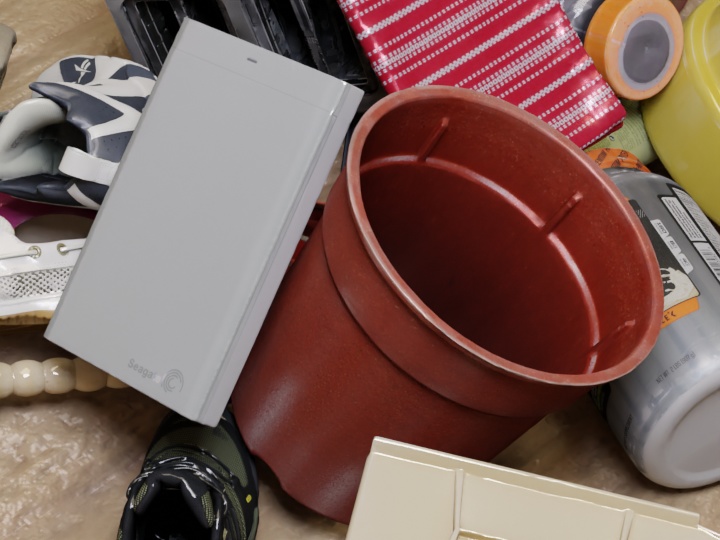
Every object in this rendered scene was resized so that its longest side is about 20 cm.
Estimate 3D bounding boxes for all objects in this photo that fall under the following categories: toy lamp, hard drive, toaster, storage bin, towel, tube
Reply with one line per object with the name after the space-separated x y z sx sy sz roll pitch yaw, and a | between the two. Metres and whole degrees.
-0.173 0.060 1.391 0.200 0.058 0.058 -5 46 -19 | toy lamp
-0.089 -0.029 1.319 0.132 0.200 0.026 25 1 38 | hard drive
-0.058 -0.190 1.543 0.181 0.200 0.119 -2 52 16 | toaster
0.073 0.203 1.198 0.198 0.200 0.094 14 41 1 | storage bin
0.068 -0.147 1.454 0.145 0.022 0.200 -31 94 -28 | towel
0.182 -0.095 1.616 0.200 0.052 0.058 -33 103 -43 | tube

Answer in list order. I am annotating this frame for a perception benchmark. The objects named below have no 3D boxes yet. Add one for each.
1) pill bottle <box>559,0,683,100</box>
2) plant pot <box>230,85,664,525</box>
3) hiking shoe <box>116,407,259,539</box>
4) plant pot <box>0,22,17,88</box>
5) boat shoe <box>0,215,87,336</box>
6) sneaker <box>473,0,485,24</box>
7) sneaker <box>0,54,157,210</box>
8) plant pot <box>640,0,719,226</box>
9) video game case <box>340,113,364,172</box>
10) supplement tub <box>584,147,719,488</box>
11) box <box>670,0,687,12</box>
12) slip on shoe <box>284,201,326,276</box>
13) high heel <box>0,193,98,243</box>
0.125 -0.169 1.606 0.106 0.106 0.200 -24 29 -32 | pill bottle
0.033 0.034 1.338 0.201 0.195 0.201 21 44 -22 | plant pot
-0.092 0.134 1.300 0.076 0.101 0.200 11 44 -3 | hiking shoe
-0.318 -0.117 1.458 0.183 0.201 0.201 19 43 -8 | plant pot
-0.217 0.002 1.394 0.200 0.071 0.069 -3 81 -21 | boat shoe
0.052 -0.114 1.482 0.081 0.200 0.146 4 24 17 | sneaker
-0.182 -0.089 1.436 0.130 0.080 0.199 13 22 -39 | sneaker
0.317 -0.134 1.570 0.201 0.189 0.201 20 43 -20 | plant pot
0.089 -0.077 1.618 0.200 0.019 0.143 10 44 -2 | video game case
0.179 0.025 1.459 0.122 0.123 0.200 -11 48 -23 | supplement tub
0.188 -0.263 1.697 0.109 0.200 0.128 28 46 16 | box
0.000 0.000 1.466 0.200 0.061 0.074 20 48 -21 | slip on shoe
-0.170 -0.004 1.450 0.200 0.067 0.096 -2 34 -33 | high heel
